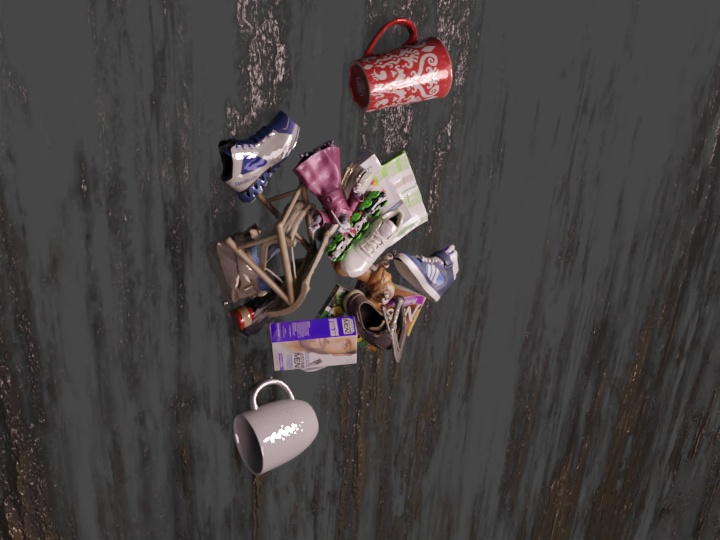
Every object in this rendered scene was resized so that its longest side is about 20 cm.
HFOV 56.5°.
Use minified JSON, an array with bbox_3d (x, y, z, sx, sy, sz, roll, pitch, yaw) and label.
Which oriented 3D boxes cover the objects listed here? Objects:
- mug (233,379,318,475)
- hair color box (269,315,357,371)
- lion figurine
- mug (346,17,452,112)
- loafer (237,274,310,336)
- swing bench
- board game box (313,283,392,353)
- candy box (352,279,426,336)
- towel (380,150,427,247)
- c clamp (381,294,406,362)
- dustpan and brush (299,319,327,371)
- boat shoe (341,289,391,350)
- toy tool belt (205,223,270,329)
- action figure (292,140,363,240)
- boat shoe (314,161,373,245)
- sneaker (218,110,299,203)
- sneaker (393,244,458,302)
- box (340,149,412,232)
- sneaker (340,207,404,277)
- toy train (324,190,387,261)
[{"bbox_3d":[-0.203,0.363,1.616,0.174,0.147,0.202,-16,89,-35],"label":"mug"},{"bbox_3d":[-0.109,0.171,1.564,0.198,0.065,0.110,-6,136,-8],"label":"hair color box"},{"bbox_3d":[0.000,0.000,1.583,0.199,0.073,0.123,28,129,-5],"label":"lion figurine"},{"bbox_3d":[0.071,-0.436,1.457,0.198,0.179,0.134,-20,158,-21],"label":"mug"},{"bbox_3d":[-0.195,0.075,1.524,0.200,0.068,0.071,-37,136,-10],"label":"loafer"},{"bbox_3d":[-0.150,-0.048,1.379,0.129,0.200,0.201,-14,121,21],"label":"swing bench"},{"bbox_3d":[-0.011,0.120,1.635,0.199,0.023,0.105,31,95,-34],"label":"board game box"},{"bbox_3d":[0.063,0.091,1.718,0.199,0.056,0.118,18,100,-37],"label":"candy box"},{"bbox_3d":[0.084,-0.170,1.628,0.149,0.031,0.201,-36,127,-18],"label":"towel"},{"bbox_3d":[0.090,0.128,1.625,0.027,0.200,0.173,-5,110,14],"label":"c clamp"},{"bbox_3d":[-0.058,0.171,1.666,0.198,0.057,0.141,-19,121,-28],"label":"dustpan and brush"},{"bbox_3d":[0.027,0.132,1.602,0.075,0.073,0.200,-45,124,-6],"label":"boat shoe"},{"bbox_3d":[-0.237,0.012,1.421,0.122,0.124,0.202,-24,106,-29],"label":"toy tool belt"},{"bbox_3d":[-0.067,-0.154,1.379,0.133,0.149,0.202,-24,104,-4],"label":"action figure"},{"bbox_3d":[-0.047,-0.146,1.472,0.202,0.060,0.072,-55,174,24],"label":"boat shoe"},{"bbox_3d":[-0.217,-0.242,1.347,0.115,0.080,0.200,32,93,-42],"label":"sneaker"},{"bbox_3d":[0.181,-0.026,1.741,0.147,0.080,0.200,-54,128,-13],"label":"sneaker"},{"bbox_3d":[0.012,-0.154,1.556,0.155,0.041,0.201,-37,124,-3],"label":"box"},{"bbox_3d":[0.026,-0.070,1.490,0.075,0.100,0.200,41,62,-2],"label":"sneaker"},{"bbox_3d":[-0.012,-0.100,1.486,0.042,0.056,0.200,46,73,-23],"label":"toy train"}]
